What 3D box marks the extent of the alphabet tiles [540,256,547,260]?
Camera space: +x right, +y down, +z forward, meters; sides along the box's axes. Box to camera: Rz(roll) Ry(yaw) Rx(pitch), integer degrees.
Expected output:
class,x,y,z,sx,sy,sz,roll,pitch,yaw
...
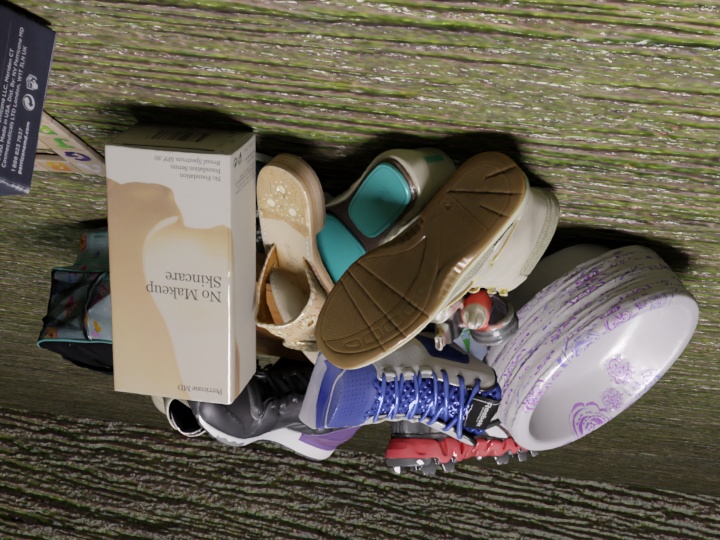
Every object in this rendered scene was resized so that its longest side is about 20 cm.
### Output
class,x,y,z,sx,sy,sz,roll,pitch,yaw
alphabet tiles,0.155,0.006,1.501,0.198,0.006,0.166,5,167,15

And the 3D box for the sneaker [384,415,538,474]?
class,x,y,z,sx,sy,sz,roll,pitch,yaw
sneaker,0.103,0.132,1.413,0.199,0.099,0.070,-1,175,-42

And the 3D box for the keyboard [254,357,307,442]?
class,x,y,z,sx,sy,sz,roll,pitch,yaw
keyboard,-0.065,0.117,1.464,0.103,0.040,0.200,6,-153,22

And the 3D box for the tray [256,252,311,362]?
class,x,y,z,sx,sy,sz,roll,pitch,yaw
tray,-0.073,0.032,1.313,0.198,0.037,0.099,8,140,15

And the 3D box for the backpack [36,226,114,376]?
class,x,y,z,sx,sy,sz,roll,pitch,yaw
backpack,-0.199,0.039,1.527,0.199,0.155,0.175,10,172,46

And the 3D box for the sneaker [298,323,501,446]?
class,x,y,z,sx,sy,sz,roll,pitch,yaw
sneaker,0.050,0.092,1.239,0.114,0.081,0.199,27,-160,29

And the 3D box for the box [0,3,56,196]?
class,x,y,z,sx,sy,sz,roll,pitch,yaw
box,-0.337,-0.126,0.977,0.195,0.119,0.199,-1,165,37

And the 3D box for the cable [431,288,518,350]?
class,x,y,z,sx,sy,sz,roll,pitch,yaw
cable,0.095,0.008,1.282,0.096,0.051,0.200,0,-151,19

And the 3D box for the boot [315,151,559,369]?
class,x,y,z,sx,sy,sz,roll,pitch,yaw
boot,0.065,0.002,1.163,0.072,0.200,0.154,48,-169,18

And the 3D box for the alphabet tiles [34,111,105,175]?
class,x,y,z,sx,sy,sz,roll,pitch,yaw
alphabet tiles,-0.325,-0.113,1.280,0.198,0.008,0.167,4,167,16

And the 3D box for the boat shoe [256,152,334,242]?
class,x,y,z,sx,sy,sz,roll,pitch,yaw
boat shoe,-0.080,-0.050,1.273,0.074,0.063,0.200,1,166,27

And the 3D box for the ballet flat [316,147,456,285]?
class,x,y,z,sx,sy,sz,roll,pitch,yaw
ballet flat,0.008,-0.042,1.198,0.069,0.070,0.200,14,152,-27

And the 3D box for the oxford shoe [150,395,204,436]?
class,x,y,z,sx,sy,sz,roll,pitch,yaw
oxford shoe,-0.163,0.115,1.394,0.070,0.075,0.200,17,160,-10

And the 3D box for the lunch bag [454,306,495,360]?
class,x,y,z,sx,sy,sz,roll,pitch,yaw
lunch bag,0.130,0.070,1.509,0.198,0.125,0.170,20,164,-16

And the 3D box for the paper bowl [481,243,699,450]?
class,x,y,z,sx,sy,sz,roll,pitch,yaw
paper bowl,0.191,0.057,1.349,0.199,0.105,0.202,-27,149,-18

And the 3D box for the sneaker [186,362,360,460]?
class,x,y,z,sx,sy,sz,roll,pitch,yaw
sneaker,-0.062,0.101,1.294,0.087,0.076,0.199,-36,150,25

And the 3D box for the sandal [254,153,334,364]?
class,x,y,z,sx,sy,sz,roll,pitch,yaw
sandal,-0.061,0.014,1.203,0.077,0.070,0.213,18,134,31

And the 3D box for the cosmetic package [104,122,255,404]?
class,x,y,z,sx,sy,sz,roll,pitch,yaw
cosmetic package,-0.137,-0.006,1.179,0.104,0.202,0.071,4,-161,12

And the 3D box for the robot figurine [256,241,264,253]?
class,x,y,z,sx,sy,sz,roll,pitch,yaw
robot figurine,-0.054,0.019,1.440,0.169,0.114,0.199,18,177,45
